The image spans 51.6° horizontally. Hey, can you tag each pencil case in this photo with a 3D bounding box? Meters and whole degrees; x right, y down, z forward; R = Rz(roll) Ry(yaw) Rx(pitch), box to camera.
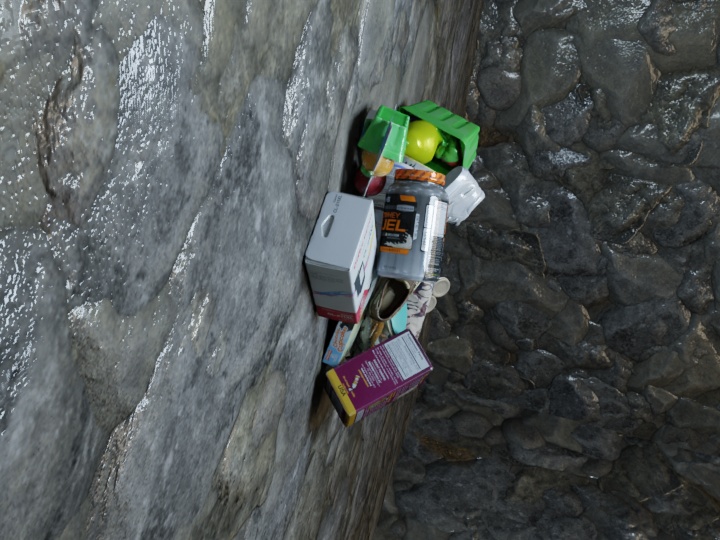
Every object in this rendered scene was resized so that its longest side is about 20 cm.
[{"bbox_3d":[0.106,0.069,1.636,0.078,0.088,0.202,-99,-158,-60],"label":"pencil case"}]

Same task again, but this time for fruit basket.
[{"bbox_3d":[0.154,-0.290,1.722,0.157,0.213,0.217,89,17,-49],"label":"fruit basket"},{"bbox_3d":[0.022,-0.202,1.396,0.201,0.093,0.186,-62,-175,25],"label":"fruit basket"}]

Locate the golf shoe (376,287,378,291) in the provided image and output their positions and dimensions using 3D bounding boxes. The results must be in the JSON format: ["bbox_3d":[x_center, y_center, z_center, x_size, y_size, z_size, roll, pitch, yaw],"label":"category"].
[{"bbox_3d":[0.051,0.027,1.719,0.201,0.075,0.092,-54,-166,16],"label":"golf shoe"}]

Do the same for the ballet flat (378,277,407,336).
[{"bbox_3d":[0.060,0.041,1.577,0.067,0.062,0.203,3,84,-47],"label":"ballet flat"}]

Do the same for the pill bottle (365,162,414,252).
[{"bbox_3d":[0.051,-0.116,1.527,0.114,0.112,0.202,87,21,-55],"label":"pill bottle"}]

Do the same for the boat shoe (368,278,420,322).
[{"bbox_3d":[0.089,0.018,1.490,0.204,0.074,0.075,-61,-173,5],"label":"boat shoe"}]

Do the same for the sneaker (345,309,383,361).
[{"bbox_3d":[0.000,0.138,1.642,0.075,0.087,0.202,-36,138,-49],"label":"sneaker"}]

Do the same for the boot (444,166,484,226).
[{"bbox_3d":[0.173,-0.121,1.583,0.200,0.096,0.074,-42,-156,10],"label":"boot"}]

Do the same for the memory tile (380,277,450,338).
[{"bbox_3d":[0.105,0.074,1.703,0.153,0.017,0.201,29,105,-40],"label":"memory tile"}]

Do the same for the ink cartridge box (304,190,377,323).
[{"bbox_3d":[-0.029,-0.019,1.303,0.201,0.082,0.147,83,22,-61],"label":"ink cartridge box"}]

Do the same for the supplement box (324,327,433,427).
[{"bbox_3d":[0.034,0.221,1.530,0.198,0.104,0.131,-26,162,-15],"label":"supplement box"}]

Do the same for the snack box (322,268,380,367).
[{"bbox_3d":[-0.014,0.089,1.520,0.116,0.037,0.202,-44,157,-71],"label":"snack box"}]

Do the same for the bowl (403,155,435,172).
[{"bbox_3d":[0.121,-0.187,1.675,0.095,0.199,0.201,-62,170,4],"label":"bowl"}]

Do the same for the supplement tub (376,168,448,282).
[{"bbox_3d":[0.099,-0.083,1.394,0.122,0.121,0.203,7,90,-79],"label":"supplement tub"}]
